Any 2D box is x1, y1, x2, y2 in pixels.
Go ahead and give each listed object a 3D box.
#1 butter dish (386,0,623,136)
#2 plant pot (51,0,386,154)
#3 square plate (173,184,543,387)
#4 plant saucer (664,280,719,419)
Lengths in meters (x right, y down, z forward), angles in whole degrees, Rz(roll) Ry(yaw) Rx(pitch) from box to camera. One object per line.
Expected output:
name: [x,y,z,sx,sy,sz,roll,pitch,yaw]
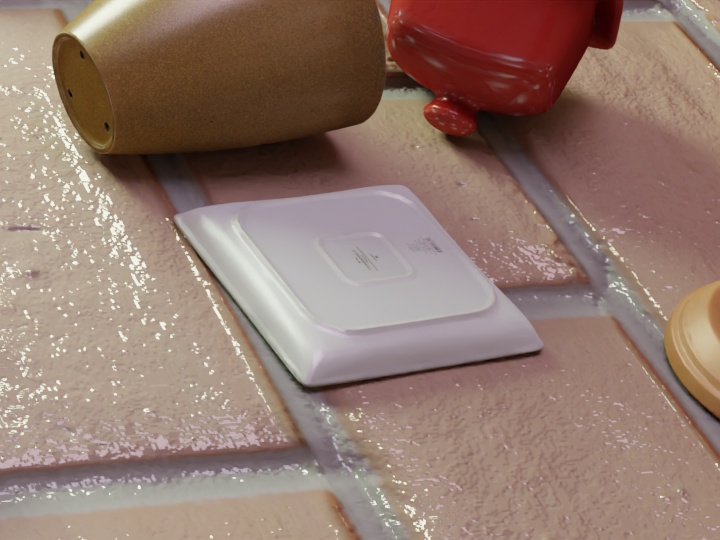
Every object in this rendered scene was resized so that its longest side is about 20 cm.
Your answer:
butter dish: [0.091,-0.176,1.895,0.199,0.148,0.200,19,-9,6]
plant pot: [-0.114,-0.159,1.766,0.200,0.187,0.186,-24,48,-25]
square plate: [0.000,0.000,1.686,0.198,0.028,0.200,-8,40,-32]
plant saucer: [0.315,0.061,1.721,0.200,0.037,0.200,11,32,-7]
